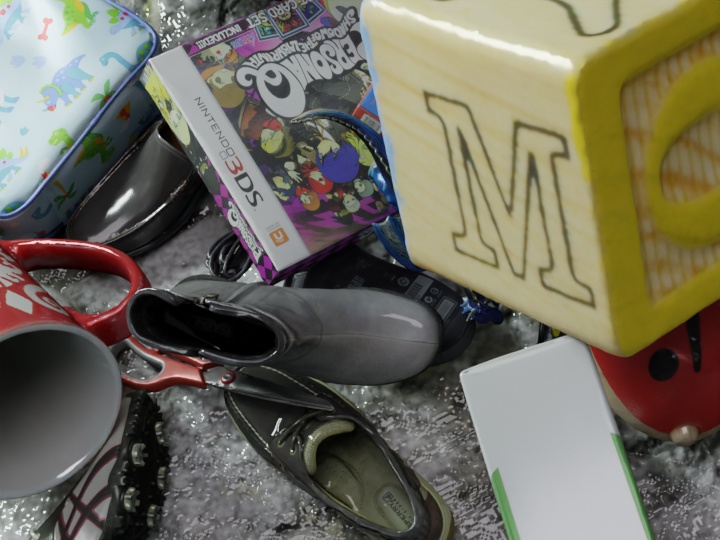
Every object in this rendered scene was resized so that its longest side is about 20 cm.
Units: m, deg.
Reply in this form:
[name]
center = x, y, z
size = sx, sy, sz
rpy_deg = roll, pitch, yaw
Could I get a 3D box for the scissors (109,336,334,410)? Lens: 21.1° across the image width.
[scissors]
center = -0.104, 0.079, 1.348
size = 0.073, 0.014, 0.200
rpy_deg = -44, 47, -19

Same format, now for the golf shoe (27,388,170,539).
[golf shoe]
center = -0.186, 0.173, 1.319
size = 0.087, 0.077, 0.201
rpy_deg = 3, 66, 18

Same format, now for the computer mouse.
[computer mouse]
center = 0.000, 0.000, 1.389
size = 0.199, 0.046, 0.141
rpy_deg = 22, 51, 13

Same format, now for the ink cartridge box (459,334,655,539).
[ink cartridge box]
center = 0.132, 0.150, 1.208
size = 0.083, 0.200, 0.146
rpy_deg = -18, 64, 3

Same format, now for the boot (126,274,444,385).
[boot]
center = -0.046, 0.045, 1.261
size = 0.198, 0.132, 0.070
rpy_deg = 3, 93, 4

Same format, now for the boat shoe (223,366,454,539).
[boat shoe]
center = -0.019, 0.121, 1.317
size = 0.201, 0.066, 0.072
rpy_deg = 39, 80, 24

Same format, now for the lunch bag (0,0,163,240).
[lunch bag]
center = -0.251, -0.128, 1.461
size = 0.160, 0.083, 0.200
rpy_deg = 31, 74, 20

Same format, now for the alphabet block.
[alphabet block]
center = 0.144, -0.096, 1.176
size = 0.195, 0.197, 0.200
rpy_deg = -31, 33, -26

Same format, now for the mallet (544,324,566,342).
[mallet]
center = 0.125, 0.014, 1.343
size = 0.065, 0.041, 0.201
rpy_deg = 3, 70, 10

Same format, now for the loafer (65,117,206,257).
[loafer]
center = -0.143, -0.084, 1.428
size = 0.200, 0.072, 0.073
rpy_deg = -43, 66, -11

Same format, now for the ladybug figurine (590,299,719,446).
[ladybug figurine]
center = 0.208, 0.018, 1.292
size = 0.135, 0.072, 0.201
rpy_deg = -3, 67, -12

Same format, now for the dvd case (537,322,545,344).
[dvd case]
center = 0.203, -0.005, 1.367
size = 0.142, 0.018, 0.201
rpy_deg = 4, 67, 10

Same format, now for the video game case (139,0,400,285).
[video game case]
center = -0.029, -0.108, 1.386
size = 0.199, 0.036, 0.182
rpy_deg = -27, 79, -25

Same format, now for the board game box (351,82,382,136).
[board game box]
center = 0.081, -0.159, 1.414
size = 0.103, 0.019, 0.201
rpy_deg = 33, 60, -5

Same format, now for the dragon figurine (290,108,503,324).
[dragon figurine]
center = 0.043, -0.041, 1.303
size = 0.059, 0.200, 0.100
rpy_deg = -36, 36, 21

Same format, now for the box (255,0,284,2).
[box]
center = -0.126, -0.255, 1.459
size = 0.199, 0.161, 0.049
rpy_deg = 24, 106, 19

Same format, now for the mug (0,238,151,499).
[mug]
center = -0.249, 0.046, 1.343
size = 0.177, 0.134, 0.200
rpy_deg = -10, 32, -31
